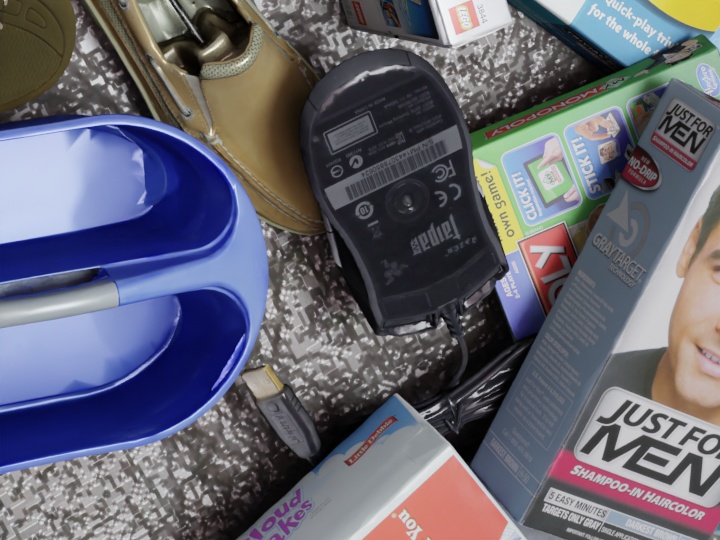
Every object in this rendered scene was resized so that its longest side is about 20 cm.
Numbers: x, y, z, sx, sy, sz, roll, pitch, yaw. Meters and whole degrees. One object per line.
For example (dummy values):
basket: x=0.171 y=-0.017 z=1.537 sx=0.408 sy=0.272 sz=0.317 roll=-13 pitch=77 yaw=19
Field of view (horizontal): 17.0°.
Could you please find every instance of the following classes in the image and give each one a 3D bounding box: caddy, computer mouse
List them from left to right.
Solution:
caddy: x=-0.139 y=0.008 z=1.016 sx=0.199 sy=0.105 sz=0.143 roll=-11 pitch=101 yaw=-18
computer mouse: x=0.000 y=0.000 z=1.068 sx=0.140 sy=0.046 sz=0.201 roll=-30 pitch=121 yaw=-2

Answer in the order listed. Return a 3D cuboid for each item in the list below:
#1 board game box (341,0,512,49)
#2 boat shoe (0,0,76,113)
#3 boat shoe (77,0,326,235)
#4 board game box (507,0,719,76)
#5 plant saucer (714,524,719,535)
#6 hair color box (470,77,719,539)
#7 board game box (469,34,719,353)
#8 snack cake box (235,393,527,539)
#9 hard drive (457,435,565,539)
board game box: x=-0.001 y=-0.197 z=1.024 sx=0.034 sy=0.126 sz=0.201 roll=-22 pitch=106 yaw=-15
boat shoe: x=-0.213 y=-0.098 z=0.993 sx=0.200 sy=0.066 sz=0.072 roll=-11 pitch=117 yaw=-38
boat shoe: x=-0.063 y=-0.089 z=1.045 sx=0.072 sy=0.076 sz=0.200 roll=-47 pitch=113 yaw=-10
board game box: x=0.163 y=-0.183 z=1.130 sx=0.150 sy=0.047 sz=0.201 roll=32 pitch=87 yaw=-22
plant saucer: x=0.181 y=0.026 z=1.187 sx=0.069 sy=0.019 sz=0.201 roll=18 pitch=92 yaw=-22
hair color box: x=0.142 y=0.028 z=1.075 sx=0.098 sy=0.061 sz=0.201 roll=21 pitch=102 yaw=-28
board game box: x=0.133 y=0.009 z=1.126 sx=0.134 sy=0.029 sz=0.201 roll=-23 pitch=109 yaw=-1
snack cake box: x=0.040 y=0.169 z=1.083 sx=0.115 sy=0.067 sz=0.200 roll=-41 pitch=118 yaw=-5
hard drive: x=0.022 y=0.177 z=1.144 sx=0.199 sy=0.033 sz=0.140 roll=-28 pitch=107 yaw=-14
